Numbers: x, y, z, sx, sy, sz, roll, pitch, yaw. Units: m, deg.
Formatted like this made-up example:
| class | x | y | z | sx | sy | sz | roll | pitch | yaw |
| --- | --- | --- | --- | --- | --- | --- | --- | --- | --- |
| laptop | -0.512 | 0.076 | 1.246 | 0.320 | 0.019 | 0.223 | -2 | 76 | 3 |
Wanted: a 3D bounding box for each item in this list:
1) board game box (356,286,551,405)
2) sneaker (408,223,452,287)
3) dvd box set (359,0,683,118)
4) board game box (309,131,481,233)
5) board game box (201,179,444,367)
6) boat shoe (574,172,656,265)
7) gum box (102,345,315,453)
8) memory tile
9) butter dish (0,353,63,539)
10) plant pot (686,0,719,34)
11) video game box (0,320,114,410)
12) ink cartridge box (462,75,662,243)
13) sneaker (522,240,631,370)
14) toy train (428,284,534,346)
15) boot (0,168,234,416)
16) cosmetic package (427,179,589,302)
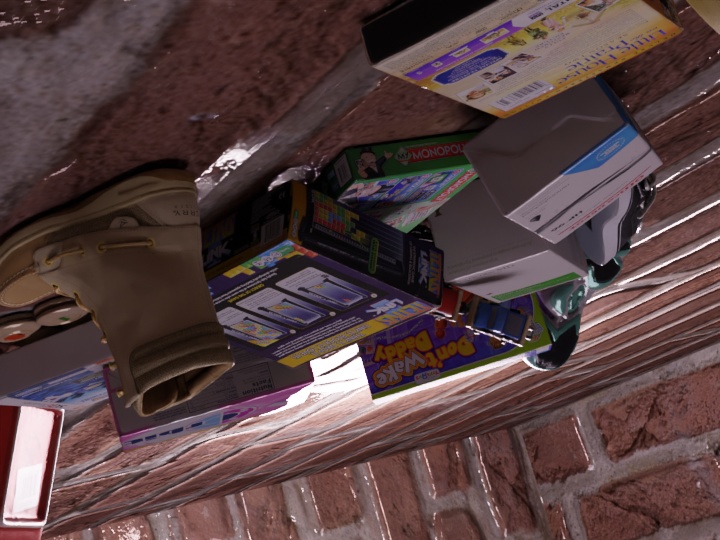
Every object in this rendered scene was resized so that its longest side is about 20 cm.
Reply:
| class | x | y | z | sx | sy | sz | roll | pitch | yaw |
| --- | --- | --- | --- | --- | --- | --- | --- | --- | --- |
| board game box | 0.090 | 0.047 | 1.511 | 0.197 | 0.136 | 0.045 | -18 | 168 | 2 |
| sneaker | 0.000 | 0.000 | 1.360 | 0.197 | 0.075 | 0.079 | -7 | 175 | -14 |
| dvd box set | 0.108 | -0.153 | 0.901 | 0.145 | 0.030 | 0.199 | -24 | 165 | 27 |
| board game box | 0.011 | -0.058 | 1.192 | 0.133 | 0.029 | 0.200 | -11 | 166 | -28 |
| board game box | -0.055 | 0.009 | 1.182 | 0.164 | 0.057 | 0.199 | 22 | 148 | -35 |
| boat shoe | 0.239 | -0.073 | 1.314 | 0.068 | 0.074 | 0.200 | -35 | 151 | -9 |
| gum box | -0.138 | 0.108 | 1.344 | 0.197 | 0.067 | 0.114 | -15 | 167 | -10 |
| memory tile | -0.249 | 0.048 | 1.338 | 0.151 | 0.017 | 0.200 | -19 | 167 | 9 |
| butter dish | -0.399 | 0.187 | 1.444 | 0.146 | 0.202 | 0.200 | 6 | 170 | 8 |
| plant pot | 0.206 | -0.176 | 0.635 | 0.197 | 0.203 | 0.142 | -12 | -166 | -19 |
| video game box | -0.237 | 0.083 | 1.366 | 0.198 | 0.047 | 0.182 | -20 | 170 | 13 |
| ink cartridge box | 0.169 | -0.087 | 1.126 | 0.116 | 0.068 | 0.200 | -37 | 163 | 14 |
| sneaker | 0.210 | -0.003 | 1.584 | 0.077 | 0.201 | 0.140 | 27 | -173 | -34 |
| toy train | 0.068 | 0.025 | 1.292 | 0.198 | 0.035 | 0.046 | 19 | 170 | -6 |
| boot | -0.183 | 0.032 | 1.025 | 0.198 | 0.157 | 0.073 | -23 | 166 | 27 |
| cosmetic package | 0.144 | -0.031 | 1.363 | 0.106 | 0.086 | 0.200 | -17 | 169 | 18 |
